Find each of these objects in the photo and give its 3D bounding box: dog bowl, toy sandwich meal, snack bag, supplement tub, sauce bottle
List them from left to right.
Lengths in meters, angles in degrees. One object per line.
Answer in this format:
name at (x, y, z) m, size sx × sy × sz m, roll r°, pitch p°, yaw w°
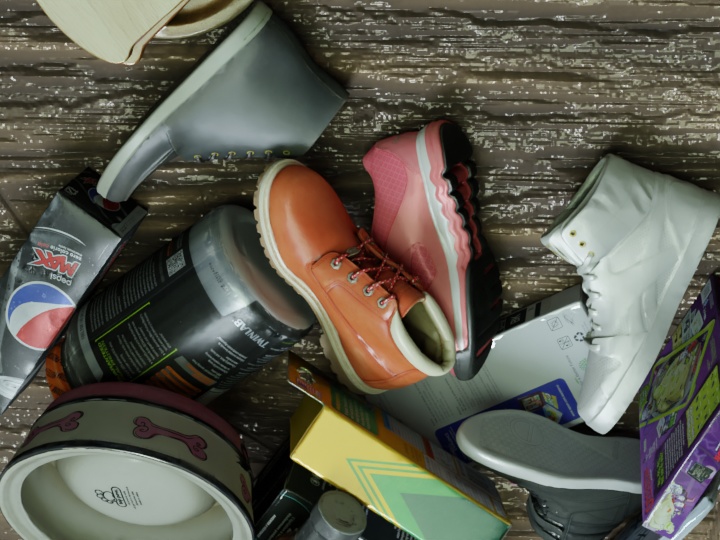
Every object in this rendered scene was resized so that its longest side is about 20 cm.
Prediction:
dog bowl at (-0.172, 0.162, 1.345) m, size 0.199 × 0.074 × 0.200 m, roll 6°, pitch 142°, yaw 5°
toy sandwich meal at (-0.157, -0.249, 1.271) m, size 0.204 × 0.070 × 0.206 m, roll 3°, pitch 115°, yaw 7°
supplement tub at (-0.144, 0.048, 1.375) m, size 0.200 × 0.123 × 0.123 m, roll -34°, pitch 105°, yaw 21°
sauce bottle at (-0.058, 0.242, 1.325) m, size 0.066 × 0.066 × 0.200 m, roll 30°, pitch 128°, yaw -5°
snack bag at (0.231, 0.200, 1.348) m, size 0.021 × 0.200 × 0.189 m, roll 43°, pitch 114°, yaw 5°

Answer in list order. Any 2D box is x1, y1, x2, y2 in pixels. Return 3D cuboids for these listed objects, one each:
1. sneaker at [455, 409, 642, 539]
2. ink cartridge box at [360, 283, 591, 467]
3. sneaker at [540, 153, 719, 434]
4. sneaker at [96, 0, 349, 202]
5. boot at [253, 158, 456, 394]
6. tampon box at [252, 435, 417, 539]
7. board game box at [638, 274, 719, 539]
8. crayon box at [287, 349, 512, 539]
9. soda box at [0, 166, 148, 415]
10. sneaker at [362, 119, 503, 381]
sneaker at (0.144, 0.172, 1.382) m, size 0.199 × 0.071 × 0.099 m, roll 14°, pitch 128°, yaw -30°
ink cartridge box at (0.109, 0.095, 1.404) m, size 0.199 × 0.039 × 0.100 m, roll -24°, pitch 109°, yaw 17°
sneaker at (0.179, 0.013, 1.320) m, size 0.115 × 0.074 × 0.201 m, roll 23°, pitch 93°, yaw -6°
sneaker at (-0.107, -0.098, 1.329) m, size 0.106 × 0.075 × 0.200 m, roll 43°, pitch 112°, yaw -12°
boot at (0.000, 0.000, 1.305) m, size 0.107 × 0.075 × 0.200 m, roll -8°, pitch 117°, yaw 53°
tampon box at (-0.007, 0.244, 1.439) m, size 0.200 × 0.126 × 0.150 m, roll 34°, pitch 117°, yaw -8°
board game box at (0.245, 0.096, 1.294) m, size 0.032 × 0.200 × 0.120 m, roll 30°, pitch 116°, yaw -6°
crayon box at (0.015, 0.145, 1.347) m, size 0.200 × 0.126 × 0.052 m, roll 34°, pitch 96°, yaw -6°
soda box at (-0.254, 0.018, 1.405) m, size 0.063 × 0.071 × 0.200 m, roll 36°, pitch 114°, yaw -2°
sneaker at (0.052, -0.013, 1.349) m, size 0.086 × 0.074 × 0.201 m, roll -6°, pitch 100°, yaw 26°
